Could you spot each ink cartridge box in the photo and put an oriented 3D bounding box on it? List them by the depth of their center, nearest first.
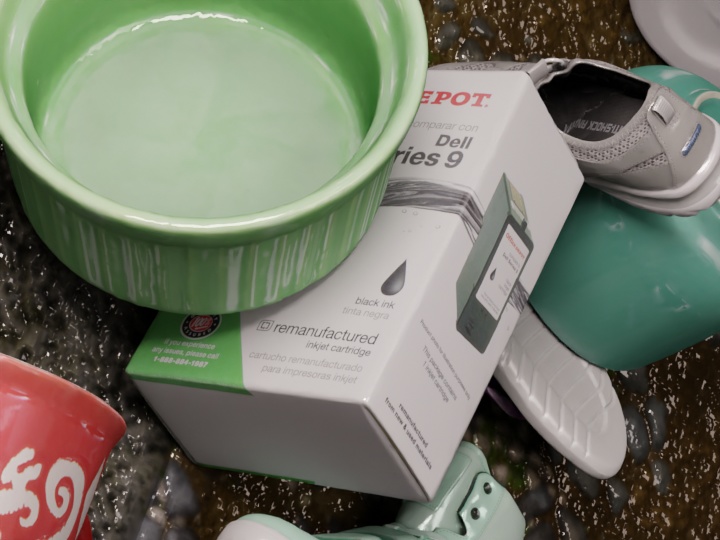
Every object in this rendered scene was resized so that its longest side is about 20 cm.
[{"bbox_3d":[0.000,0.000,1.153,0.084,0.145,0.201,57,49,-42],"label":"ink cartridge box"}]

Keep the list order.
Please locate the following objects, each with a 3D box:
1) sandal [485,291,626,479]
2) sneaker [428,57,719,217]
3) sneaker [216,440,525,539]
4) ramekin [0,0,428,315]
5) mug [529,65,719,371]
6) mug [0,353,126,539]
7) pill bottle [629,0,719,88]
[{"bbox_3d":[0.070,0.035,1.290,0.203,0.050,0.083,48,39,-14],"label":"sandal"},{"bbox_3d":[0.097,-0.087,1.224,0.082,0.199,0.075,49,60,-45],"label":"sneaker"},{"bbox_3d":[0.008,0.130,1.198,0.200,0.074,0.119,34,69,-45],"label":"sneaker"},{"bbox_3d":[-0.072,-0.078,1.082,0.199,0.098,0.201,2,59,-3],"label":"ramekin"},{"bbox_3d":[0.169,-0.044,1.321,0.152,0.114,0.185,48,39,-17],"label":"mug"},{"bbox_3d":[-0.174,0.146,0.998,0.177,0.133,0.201,29,69,-34],"label":"mug"},{"bbox_3d":[0.254,-0.213,1.439,0.120,0.119,0.200,51,55,-25],"label":"pill bottle"}]
